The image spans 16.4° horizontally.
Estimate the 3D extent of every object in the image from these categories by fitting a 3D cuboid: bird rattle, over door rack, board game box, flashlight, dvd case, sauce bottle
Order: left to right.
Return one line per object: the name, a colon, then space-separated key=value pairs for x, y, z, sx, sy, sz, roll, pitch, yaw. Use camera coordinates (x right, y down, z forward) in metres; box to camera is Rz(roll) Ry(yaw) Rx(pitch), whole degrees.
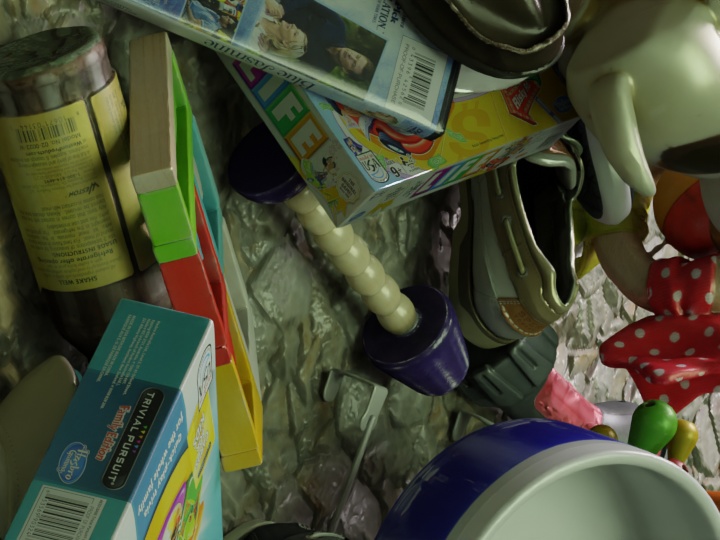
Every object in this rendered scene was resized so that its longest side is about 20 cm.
sauce bottle: x=-0.124 y=-0.011 z=1.163 sx=0.065 sy=0.064 sz=0.201 roll=-38 pitch=123 yaw=-46
board game box: x=-0.107 y=0.137 z=1.127 sx=0.201 sy=0.047 sz=0.151 roll=90 pitch=16 yaw=-46
dvd case: x=-0.031 y=-0.164 z=1.231 sx=0.199 sy=0.018 sz=0.143 roll=22 pitch=70 yaw=-20
board game box: x=0.018 y=-0.106 z=1.313 sx=0.200 sy=0.034 sz=0.135 roll=-23 pitch=74 yaw=-51
over door rack: x=0.028 y=0.165 z=1.384 sx=0.148 sy=0.066 sz=0.201 roll=23 pitch=74 yaw=-53
flashlight: x=0.127 y=0.080 z=1.510 sx=0.200 sy=0.068 sz=0.068 roll=45 pitch=59 yaw=-47
bird rattle: x=0.186 y=-0.021 z=1.480 sx=0.163 sy=0.200 sz=0.113 roll=-42 pitch=133 yaw=8

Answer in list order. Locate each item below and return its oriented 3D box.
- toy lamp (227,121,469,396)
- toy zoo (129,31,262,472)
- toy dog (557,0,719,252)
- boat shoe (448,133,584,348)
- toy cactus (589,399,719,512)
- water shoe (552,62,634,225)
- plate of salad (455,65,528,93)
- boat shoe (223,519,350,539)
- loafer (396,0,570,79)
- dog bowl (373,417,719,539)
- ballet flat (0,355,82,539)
toy lamp: x=0.000 y=0.000 z=1.340 sx=0.200 sy=0.058 sz=0.058 roll=49 pitch=55 yaw=-42
toy zoo: x=-0.075 y=0.003 z=1.197 sx=0.131 sy=0.020 sz=0.201 roll=-98 pitch=174 yaw=-57
toy dog: x=0.209 y=-0.090 z=1.370 sx=0.200 sy=0.139 sz=0.194 roll=42 pitch=34 yaw=-28
boat shoe: x=0.094 y=-0.057 z=1.426 sx=0.075 sy=0.068 sz=0.201 roll=17 pitch=65 yaw=-45
toy cactus: x=0.138 y=0.173 z=1.455 sx=0.200 sy=0.102 sz=0.165 roll=-57 pitch=177 yaw=38
water shoe: x=0.149 y=-0.128 z=1.464 sx=0.079 sy=0.072 sz=0.201 roll=-9 pitch=79 yaw=-11
plate of salad: x=0.034 y=-0.186 z=1.311 sx=0.199 sy=0.048 sz=0.201 roll=17 pitch=57 yaw=-28
boat shoe: x=-0.074 y=0.195 z=1.248 sx=0.200 sy=0.067 sz=0.072 roll=-44 pitch=127 yaw=-40
loafer: x=0.039 y=-0.182 z=1.218 sx=0.073 sy=0.071 sz=0.200 roll=-39 pitch=97 yaw=-27
dog bowl: x=0.098 y=0.182 z=1.316 sx=0.199 sy=0.079 sz=0.201 roll=-9 pitch=106 yaw=-32
ballet flat: x=-0.169 y=0.134 z=1.120 sx=0.069 sy=0.069 sz=0.201 roll=14 pitch=83 yaw=-53
